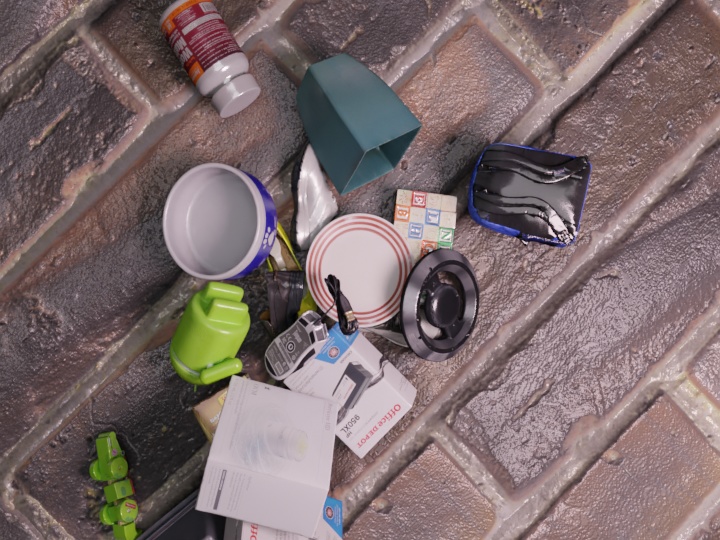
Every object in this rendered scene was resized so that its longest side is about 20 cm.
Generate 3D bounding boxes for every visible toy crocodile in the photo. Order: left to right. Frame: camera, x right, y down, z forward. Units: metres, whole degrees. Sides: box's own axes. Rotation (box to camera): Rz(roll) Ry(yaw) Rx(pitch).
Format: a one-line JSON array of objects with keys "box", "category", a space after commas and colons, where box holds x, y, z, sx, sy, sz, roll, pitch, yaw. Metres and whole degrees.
[{"box": [-0.437, 0.392, 1.436, 0.066, 0.061, 0.205, -19, 82, 33], "category": "toy crocodile"}]

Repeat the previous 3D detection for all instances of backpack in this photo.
[{"box": [0.289, -0.130, 1.429, 0.195, 0.168, 0.167, 13, 85, 2], "category": "backpack"}]

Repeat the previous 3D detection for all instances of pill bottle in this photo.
[{"box": [-0.271, -0.389, 1.445, 0.108, 0.110, 0.202, -32, 89, -3], "category": "pill bottle"}]

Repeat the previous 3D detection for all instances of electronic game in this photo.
[{"box": [0.145, 0.063, 1.427, 0.197, 0.041, 0.206, -6, 100, -40], "category": "electronic game"}]

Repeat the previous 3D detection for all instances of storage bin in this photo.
[{"box": [-0.297, 0.510, 1.386, 0.199, 0.134, 0.147, -37, 108, -2], "category": "storage bin"}]

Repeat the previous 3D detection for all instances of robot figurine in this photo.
[{"box": [-0.267, 0.116, 1.403, 0.114, 0.177, 0.202, 11, 124, -32], "category": "robot figurine"}]

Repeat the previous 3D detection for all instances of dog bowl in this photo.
[{"box": [-0.250, -0.085, 1.418, 0.195, 0.079, 0.206, -1, 88, 20], "category": "dog bowl"}]

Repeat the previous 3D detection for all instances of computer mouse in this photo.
[{"box": [-0.087, 0.110, 1.369, 0.200, 0.044, 0.111, -43, 62, 18], "category": "computer mouse"}]

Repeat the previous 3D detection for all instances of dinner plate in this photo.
[{"box": [0.000, 0.000, 1.419, 0.195, 0.024, 0.206, 1, 78, -4], "category": "dinner plate"}]

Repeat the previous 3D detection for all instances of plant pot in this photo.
[{"box": [-0.019, -0.273, 1.422, 0.140, 0.142, 0.202, -28, 76, -32], "category": "plant pot"}]

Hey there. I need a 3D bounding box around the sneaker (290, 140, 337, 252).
[{"box": [-0.085, -0.136, 1.472, 0.085, 0.074, 0.206, 1, 93, -16], "category": "sneaker"}]

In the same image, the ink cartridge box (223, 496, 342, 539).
[{"box": [-0.131, 0.451, 1.365, 0.197, 0.148, 0.084, 26, 130, -24], "category": "ink cartridge box"}]

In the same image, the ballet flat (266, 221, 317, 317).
[{"box": [-0.139, -0.002, 1.457, 0.066, 0.067, 0.204, -25, 89, -3], "category": "ballet flat"}]

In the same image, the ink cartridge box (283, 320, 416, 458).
[{"box": [-0.016, 0.208, 1.428, 0.200, 0.084, 0.145, 44, 107, 0], "category": "ink cartridge box"}]

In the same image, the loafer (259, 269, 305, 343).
[{"box": [-0.146, 0.088, 1.429, 0.070, 0.073, 0.204, 9, 112, -4], "category": "loafer"}]

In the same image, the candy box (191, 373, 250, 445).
[{"box": [-0.209, 0.306, 1.449, 0.114, 0.055, 0.203, -29, 90, -5], "category": "candy box"}]

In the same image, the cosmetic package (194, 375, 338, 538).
[{"box": [-0.147, 0.302, 1.313, 0.195, 0.201, 0.125, 16, 121, -7], "category": "cosmetic package"}]

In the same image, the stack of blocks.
[{"box": [0.110, -0.040, 1.472, 0.112, 0.059, 0.205, 7, 88, -2], "category": "stack of blocks"}]

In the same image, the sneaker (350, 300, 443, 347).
[{"box": [0.057, 0.095, 1.456, 0.195, 0.079, 0.076, 13, 86, -3], "category": "sneaker"}]
